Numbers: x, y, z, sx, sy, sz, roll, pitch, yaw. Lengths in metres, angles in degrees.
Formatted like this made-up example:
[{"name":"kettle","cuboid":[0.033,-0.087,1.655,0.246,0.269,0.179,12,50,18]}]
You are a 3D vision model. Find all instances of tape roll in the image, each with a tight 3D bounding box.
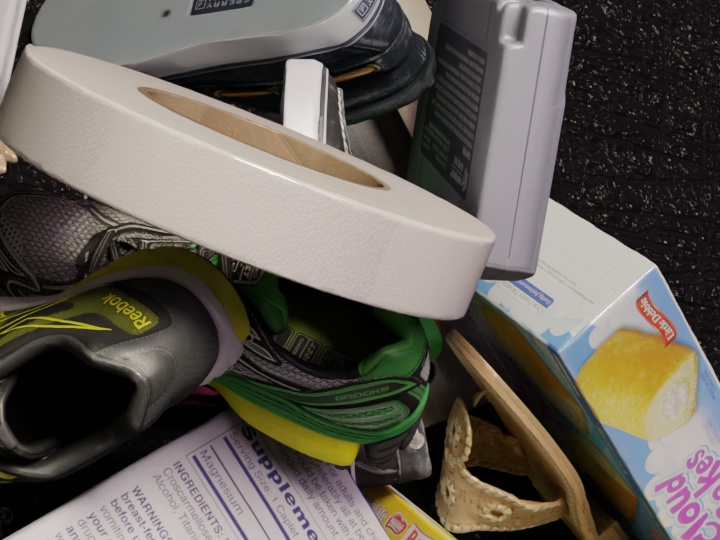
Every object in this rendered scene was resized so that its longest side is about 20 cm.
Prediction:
[{"name":"tape roll","cuboid":[-0.045,-0.036,0.801,0.203,0.203,0.037,18,100,-34]}]

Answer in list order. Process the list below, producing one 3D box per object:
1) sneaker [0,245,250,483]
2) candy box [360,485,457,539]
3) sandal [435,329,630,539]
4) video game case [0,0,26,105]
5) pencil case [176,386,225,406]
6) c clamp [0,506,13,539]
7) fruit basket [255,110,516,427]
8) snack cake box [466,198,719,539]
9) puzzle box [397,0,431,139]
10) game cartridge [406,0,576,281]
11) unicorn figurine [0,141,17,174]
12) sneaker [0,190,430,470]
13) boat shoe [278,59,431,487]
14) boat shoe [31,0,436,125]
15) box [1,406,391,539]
[{"name":"sneaker","cuboid":[-0.141,0.048,0.785,0.075,0.200,0.085,60,27,-10]},{"name":"candy box","cuboid":[0.048,0.144,0.941,0.026,0.200,0.102,-48,118,-5]},{"name":"sandal","cuboid":[0.074,0.115,1.042,0.078,0.070,0.212,47,-2,41]},{"name":"video game case","cuboid":[-0.242,-0.092,0.840,0.200,0.022,0.182,2,57,5]},{"name":"pencil case","cuboid":[-0.136,0.009,0.914,0.200,0.094,0.091,7,70,-38]},{"name":"c clamp","cuboid":[-0.125,0.188,0.873,0.171,0.027,0.200,-4,67,-49]},{"name":"fruit basket","cuboid":[0.000,-0.002,1.066,0.200,0.094,0.185,-14,76,-61]},{"name":"snack cake box","cuboid":[0.131,0.060,1.044,0.067,0.115,0.200,-42,128,-9]},{"name":"puzzle box","cuboid":[0.051,-0.079,1.138,0.200,0.025,0.133,64,12,8]},{"name":"game cartridge","cuboid":[0.057,-0.067,0.950,0.041,0.133,0.200,11,12,-9]},{"name":"unicorn figurine","cuboid":[-0.224,-0.128,0.942,0.200,0.074,0.137,59,33,-19]},{"name":"sneaker","cuboid":[-0.062,0.007,0.829,0.200,0.085,0.078,19,54,1]},{"name":"boat shoe","cuboid":[0.000,0.000,0.931,0.068,0.074,0.200,-6,80,-2]},{"name":"boat shoe","cuboid":[-0.064,-0.107,1.003,0.091,0.200,0.071,46,52,-49]},{"name":"box","cuboid":[-0.068,0.171,0.839,0.200,0.105,0.184,-28,85,-52]}]
